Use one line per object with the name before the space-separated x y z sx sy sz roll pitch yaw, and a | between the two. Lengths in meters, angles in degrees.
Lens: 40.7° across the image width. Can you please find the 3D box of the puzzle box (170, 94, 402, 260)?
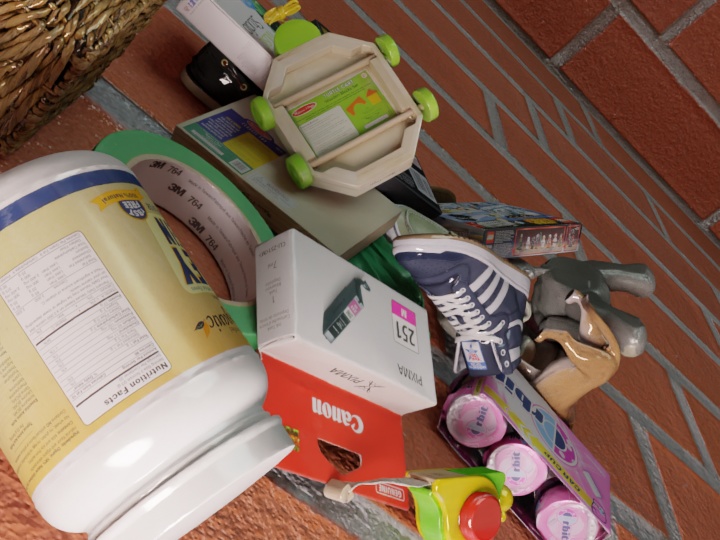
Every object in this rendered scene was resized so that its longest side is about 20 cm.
puzzle box | -0.068 -0.088 0.928 0.199 0.026 0.133 39 36 11

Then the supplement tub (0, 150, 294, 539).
supplement tub | -0.141 0.051 0.541 0.201 0.144 0.144 54 24 9

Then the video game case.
video game case | 0.015 -0.154 1.044 0.182 0.025 0.200 67 16 17

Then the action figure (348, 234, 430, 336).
action figure | 0.000 0.000 0.943 0.118 0.055 0.200 -25 65 -37

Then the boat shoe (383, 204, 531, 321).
boat shoe | 0.101 -0.005 1.018 0.200 0.062 0.072 41 42 -25

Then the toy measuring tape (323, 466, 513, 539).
toy measuring tape | 0.053 0.198 0.782 0.199 0.074 0.074 6 47 -40

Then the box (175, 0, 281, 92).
box | -0.093 -0.226 1.015 0.200 0.036 0.145 43 19 -15

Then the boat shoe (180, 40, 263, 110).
boat shoe | -0.099 -0.173 1.051 0.201 0.063 0.074 36 22 -33

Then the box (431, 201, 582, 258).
box | 0.157 -0.051 1.179 0.199 0.040 0.136 -5 17 -44

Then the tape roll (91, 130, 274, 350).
tape roll | -0.141 -0.019 0.766 0.200 0.048 0.201 40 25 -23

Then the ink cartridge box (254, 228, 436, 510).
ink cartridge box | -0.006 0.084 0.777 0.199 0.043 0.175 31 45 -48

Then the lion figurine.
lion figurine | 0.219 0.115 1.039 0.122 0.200 0.073 41 45 0

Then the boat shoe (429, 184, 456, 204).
boat shoe | 0.034 -0.100 1.189 0.199 0.073 0.072 11 14 -47

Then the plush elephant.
plush elephant | 0.245 0.073 1.187 0.198 0.156 0.165 15 35 4

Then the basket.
basket | -0.249 -0.209 0.734 0.149 0.142 0.200 44 24 -14

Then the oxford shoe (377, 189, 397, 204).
oxford shoe | 0.028 -0.020 1.039 0.071 0.071 0.201 33 31 -37

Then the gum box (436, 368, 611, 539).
gum box | 0.166 0.181 0.987 0.200 0.066 0.114 48 22 -4

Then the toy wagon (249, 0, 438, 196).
toy wagon | -0.027 -0.170 0.926 0.201 0.154 0.040 57 -16 16

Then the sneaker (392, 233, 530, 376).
sneaker | 0.096 0.037 0.908 0.199 0.070 0.110 22 71 -48

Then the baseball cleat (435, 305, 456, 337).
baseball cleat | 0.133 0.042 1.158 0.107 0.069 0.200 58 26 -16
